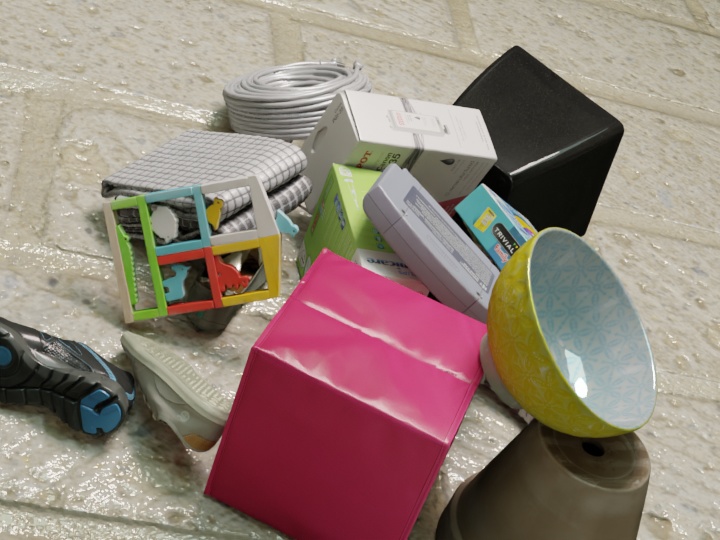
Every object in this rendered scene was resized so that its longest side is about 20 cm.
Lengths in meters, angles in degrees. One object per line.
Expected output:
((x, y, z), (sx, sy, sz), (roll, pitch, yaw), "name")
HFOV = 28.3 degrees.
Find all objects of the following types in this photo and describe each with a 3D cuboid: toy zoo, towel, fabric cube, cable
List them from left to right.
((-0.176, -0.086, 1.626), (0.199, 0.086, 0.165), (9, 32, 36), "towel")
((-0.162, -0.025, 1.500), (0.198, 0.133, 0.020), (-9, 7, 5), "toy zoo")
((-0.081, -0.222, 1.870), (0.198, 0.070, 0.200), (-5, 20, -5), "cable")
((-0.006, 0.137, 1.378), (0.198, 0.197, 0.200), (25, 36, 7), "fabric cube")

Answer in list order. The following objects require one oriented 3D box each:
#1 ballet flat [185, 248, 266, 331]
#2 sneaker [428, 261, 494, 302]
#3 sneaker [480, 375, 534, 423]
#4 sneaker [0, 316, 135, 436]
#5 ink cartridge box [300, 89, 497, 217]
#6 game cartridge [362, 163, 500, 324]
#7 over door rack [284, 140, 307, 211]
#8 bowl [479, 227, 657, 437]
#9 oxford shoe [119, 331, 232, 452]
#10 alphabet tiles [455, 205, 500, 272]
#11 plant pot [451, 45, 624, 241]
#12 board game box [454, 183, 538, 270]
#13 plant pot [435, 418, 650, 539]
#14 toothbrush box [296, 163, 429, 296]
((-0.137, -0.005, 1.606), (0.067, 0.064, 0.200), (24, 35, 3), "ballet flat")
((0.133, 0.030, 1.676), (0.200, 0.067, 0.108), (21, 28, -38), "sneaker")
((0.183, 0.136, 1.592), (0.199, 0.073, 0.115), (15, 50, 6), "sneaker")
((-0.313, 0.095, 1.390), (0.199, 0.074, 0.082), (29, 19, -1), "sneaker")
((0.040, -0.130, 1.718), (0.198, 0.147, 0.083), (4, 52, -31), "ink cartridge box")
((0.083, -0.022, 1.529), (0.200, 0.041, 0.133), (48, 25, -5), "game cartridge")
((-0.032, -0.111, 1.802), (0.147, 0.067, 0.200), (-21, 53, -43), "over door rack")
((0.175, 0.072, 1.324), (0.199, 0.107, 0.202), (33, 43, -36), "bowl")
((-0.192, 0.117, 1.411), (0.075, 0.058, 0.200), (24, 9, -41), "oxford shoe")
((0.189, 0.005, 1.718), (0.200, 0.006, 0.167), (42, 13, -28), "alphabet tiles")
((0.191, -0.139, 1.864), (0.177, 0.201, 0.200), (-28, 58, -35), "plant pot")
((0.206, 0.005, 1.647), (0.201, 0.047, 0.151), (55, 13, 27), "board game box")
((0.192, 0.228, 1.384), (0.198, 0.175, 0.201), (14, 35, -10), "plant pot")
((0.000, 0.000, 1.603), (0.085, 0.146, 0.201), (9, 36, -19), "toothbrush box")
